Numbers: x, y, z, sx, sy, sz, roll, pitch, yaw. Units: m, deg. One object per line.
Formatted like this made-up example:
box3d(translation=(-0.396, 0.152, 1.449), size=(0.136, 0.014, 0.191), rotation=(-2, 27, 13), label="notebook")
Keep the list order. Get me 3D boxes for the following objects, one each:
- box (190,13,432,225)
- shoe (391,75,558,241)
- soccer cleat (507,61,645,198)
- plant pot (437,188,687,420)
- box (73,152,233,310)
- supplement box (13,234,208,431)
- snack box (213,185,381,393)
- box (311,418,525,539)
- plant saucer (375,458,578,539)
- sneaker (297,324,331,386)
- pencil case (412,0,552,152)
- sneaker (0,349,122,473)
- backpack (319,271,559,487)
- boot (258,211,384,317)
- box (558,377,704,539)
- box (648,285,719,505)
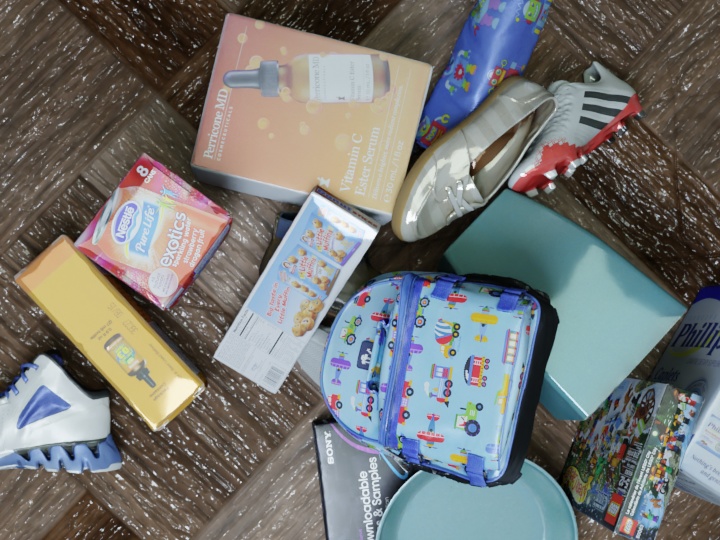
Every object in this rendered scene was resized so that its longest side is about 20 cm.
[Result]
box3d(translation=(-0.049, -0.142, 1.007), size=(0.200, 0.106, 0.152), rotation=(13, 87, -6), label="box")
box3d(translation=(0.106, -0.101, 0.965), size=(0.200, 0.070, 0.053), rotation=(-48, 49, -8), label="shoe")
box3d(translation=(0.202, -0.143, 1.035), size=(0.200, 0.069, 0.085), rotation=(-36, 82, -30), label="soccer cleat")
box3d(translation=(0.178, 0.026, 1.011), size=(0.200, 0.141, 0.141), rotation=(43, 84, 4), label="plant pot")
box3d(translation=(-0.182, -0.031, 0.942), size=(0.095, 0.200, 0.100), rotation=(37, 85, -6), label="box")
box3d(translation=(-0.237, 0.059, 1.001), size=(0.067, 0.069, 0.200), rotation=(-42, 91, -5), label="supplement box")
box3d(translation=(-0.062, 0.021, 0.976), size=(0.072, 0.024, 0.200), rotation=(32, 112, -2), label="snack box")
box3d(translation=(0.058, 0.210, 1.041), size=(0.200, 0.036, 0.143), rotation=(-7, 89, -5), label="box")
box3d(translation=(0.110, 0.265, 1.009), size=(0.200, 0.036, 0.200), rotation=(-1, 100, -7), label="plant saucer")
box3d(translation=(0.037, 0.089, 1.033), size=(0.200, 0.074, 0.116), rotation=(29, 52, 16), label="sneaker")
box3d(translation=(0.119, -0.199, 1.019), size=(0.078, 0.087, 0.200), rotation=(11, 108, -36), label="pencil case")
box3d(translation=(-0.327, 0.132, 0.988), size=(0.199, 0.081, 0.115), rotation=(3, 84, -13), label="sneaker")
box3d(translation=(0.053, 0.082, 0.898), size=(0.200, 0.135, 0.183), rotation=(14, 87, 22), label="backpack")
box3d(translation=(0.000, 0.000, 1.012), size=(0.200, 0.075, 0.097), rotation=(5, 109, -5), label="boot")
box3d(translation=(0.247, 0.170, 0.979), size=(0.038, 0.200, 0.137), rotation=(22, 85, -3), label="box")
box3d(translation=(0.359, 0.119, 1.002), size=(0.105, 0.184, 0.200), rotation=(33, 84, -2), label="box")
